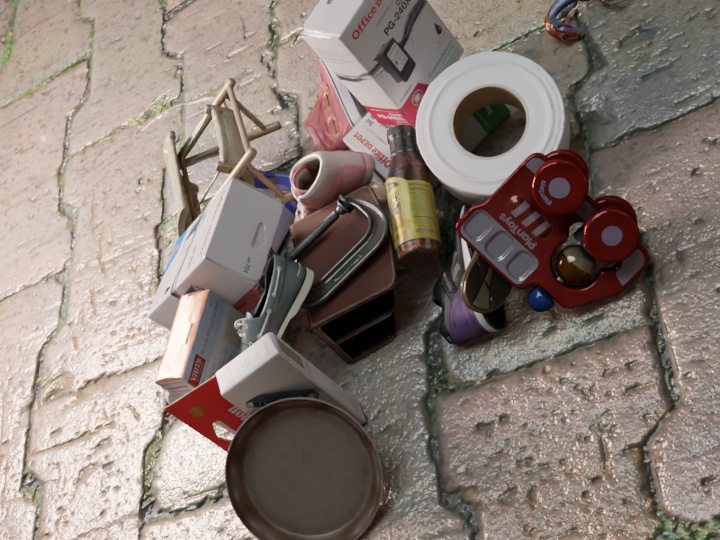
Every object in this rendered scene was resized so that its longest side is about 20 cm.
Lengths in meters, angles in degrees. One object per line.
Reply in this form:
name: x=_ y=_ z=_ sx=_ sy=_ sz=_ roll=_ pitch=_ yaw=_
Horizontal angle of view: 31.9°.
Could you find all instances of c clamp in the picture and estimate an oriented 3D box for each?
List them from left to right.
c clamp: x=-0.057 y=-0.033 z=1.699 sx=0.200 sy=0.027 sz=0.171 roll=-40 pitch=43 yaw=5

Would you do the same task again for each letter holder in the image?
letter holder: x=0.000 y=0.000 z=1.725 sx=0.142 sy=0.101 sz=0.200 roll=-29 pitch=45 yaw=15

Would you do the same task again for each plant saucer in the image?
plant saucer: x=-0.068 y=0.253 z=1.558 sx=0.200 sy=0.200 sz=0.032 roll=-34 pitch=0 yaw=13

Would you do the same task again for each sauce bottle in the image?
sauce bottle: x=0.067 y=-0.102 z=1.693 sx=0.066 sy=0.066 sz=0.200 roll=-22 pitch=59 yaw=25

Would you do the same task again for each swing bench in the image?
swing bench: x=-0.218 y=-0.149 z=1.936 sx=0.200 sy=0.130 sz=0.199 roll=-36 pitch=42 yaw=15

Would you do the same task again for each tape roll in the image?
tape roll: x=0.178 y=-0.187 z=1.683 sx=0.202 sy=0.071 sz=0.203 roll=-3 pitch=76 yaw=14

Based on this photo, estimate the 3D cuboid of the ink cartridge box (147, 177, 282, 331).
ink cartridge box: x=-0.201 y=-0.013 z=1.738 sx=0.200 sy=0.086 sz=0.147 roll=-42 pitch=26 yaw=49

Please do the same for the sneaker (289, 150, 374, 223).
sneaker: x=-0.072 y=-0.103 z=1.807 sx=0.200 sy=0.105 sz=0.075 roll=-50 pitch=50 yaw=40

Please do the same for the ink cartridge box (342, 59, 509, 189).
ink cartridge box: x=0.092 y=-0.208 z=1.820 sx=0.200 sy=0.083 sz=0.147 roll=-46 pitch=42 yaw=1

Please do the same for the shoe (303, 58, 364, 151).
shoe: x=-0.053 y=-0.261 z=1.985 sx=0.091 sy=0.071 sz=0.200 roll=-30 pitch=49 yaw=9

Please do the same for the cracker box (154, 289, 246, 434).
cracker box: x=-0.174 y=0.133 z=1.685 sx=0.058 sy=0.200 sz=0.134 roll=-11 pitch=52 yaw=36

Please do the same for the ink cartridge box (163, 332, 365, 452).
ink cartridge box: x=-0.119 y=0.185 z=1.602 sx=0.176 sy=0.200 sz=0.045 roll=-36 pitch=43 yaw=12

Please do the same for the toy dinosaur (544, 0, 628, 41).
toy dinosaur: x=0.336 y=-0.414 z=1.816 sx=0.182 sy=0.105 sz=0.200 roll=-46 pitch=3 yaw=19

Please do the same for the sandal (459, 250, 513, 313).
sandal: x=0.181 y=-0.017 z=1.592 sx=0.200 sy=0.082 sz=0.055 roll=-55 pitch=6 yaw=-31

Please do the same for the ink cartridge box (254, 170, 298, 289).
ink cartridge box: x=-0.167 y=-0.061 z=1.949 sx=0.119 sy=0.042 sz=0.200 roll=8 pitch=67 yaw=44

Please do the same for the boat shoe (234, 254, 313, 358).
boat shoe: x=-0.134 y=0.072 z=1.627 sx=0.200 sy=0.062 sz=0.073 roll=-60 pitch=22 yaw=-10

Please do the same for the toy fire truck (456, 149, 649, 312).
toy fire truck: x=0.238 y=-0.041 z=1.519 sx=0.168 sy=0.200 sz=0.112 roll=-46 pitch=2 yaw=16

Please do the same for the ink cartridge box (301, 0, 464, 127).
ink cartridge box: x=0.033 y=-0.316 z=1.737 sx=0.083 sy=0.200 sz=0.145 roll=17 pitch=70 yaw=46

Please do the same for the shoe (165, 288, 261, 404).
shoe: x=-0.209 y=0.111 z=1.823 sx=0.200 sy=0.071 sz=0.091 roll=-43 pitch=37 yaw=1

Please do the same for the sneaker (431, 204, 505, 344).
sneaker: x=0.126 y=0.004 z=1.641 sx=0.087 sy=0.076 sz=0.200 roll=-27 pitch=45 yaw=29
